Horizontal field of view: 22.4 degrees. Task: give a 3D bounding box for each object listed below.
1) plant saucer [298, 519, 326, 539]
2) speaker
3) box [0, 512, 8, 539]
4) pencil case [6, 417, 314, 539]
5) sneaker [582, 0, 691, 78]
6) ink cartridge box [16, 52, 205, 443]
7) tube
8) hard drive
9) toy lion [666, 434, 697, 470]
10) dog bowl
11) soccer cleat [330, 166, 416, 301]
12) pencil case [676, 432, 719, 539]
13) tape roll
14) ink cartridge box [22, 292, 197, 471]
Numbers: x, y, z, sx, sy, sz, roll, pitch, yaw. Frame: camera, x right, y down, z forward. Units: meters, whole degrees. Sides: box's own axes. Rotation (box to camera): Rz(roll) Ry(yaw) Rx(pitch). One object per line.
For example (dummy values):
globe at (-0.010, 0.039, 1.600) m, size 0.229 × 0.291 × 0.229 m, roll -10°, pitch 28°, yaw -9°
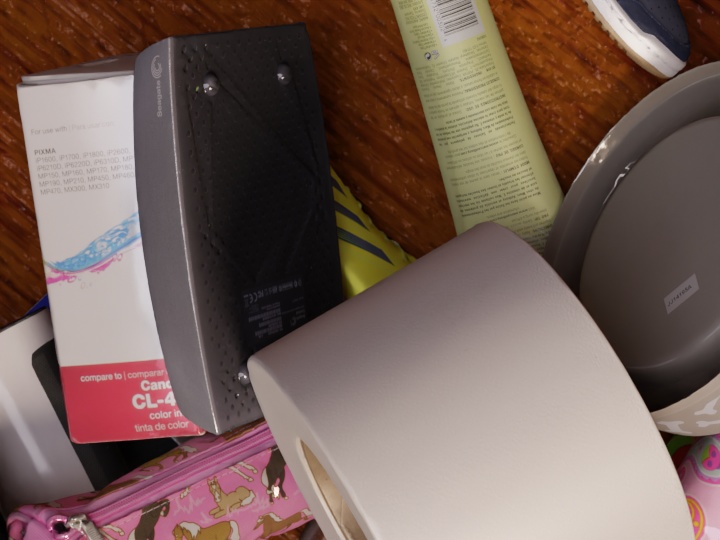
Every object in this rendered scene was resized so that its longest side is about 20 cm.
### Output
plant saucer at (0.030, 0.196, 1.046) m, size 0.199 × 0.037 × 0.203 m, roll -8°, pitch 75°, yaw 30°
speaker at (-0.176, 0.128, 1.076) m, size 0.081 × 0.081 × 0.201 m, roll -25°, pitch 94°, yaw 18°
box at (-0.245, 0.176, 1.019) m, size 0.103 × 0.182 × 0.201 m, roll -27°, pitch 70°, yaw -6°
pencil case at (-0.095, 0.132, 1.019) m, size 0.199 × 0.086 × 0.084 m, roll -23°, pitch 102°, yaw -27°
sneaker at (0.145, -0.209, 0.962) m, size 0.108 × 0.070 × 0.201 m, roll -32°, pitch 89°, yaw 20°
ink cartridge box at (-0.117, -0.019, 1.030) m, size 0.085 × 0.148 × 0.202 m, roll -3°, pitch 101°, yaw 15°
tube at (0.066, -0.082, 1.024) m, size 0.058 × 0.052 × 0.202 m, roll -5°, pitch 108°, yaw 58°
hard drive at (-0.064, -0.025, 0.964) m, size 0.042 × 0.134 × 0.202 m, roll -1°, pitch 99°, yaw 34°
toy lion at (0.252, 0.100, 1.007) m, size 0.190 × 0.069 × 0.202 m, roll -10°, pitch 98°, yaw 24°
dog bowl at (0.177, -0.006, 0.940) m, size 0.058 × 0.201 × 0.201 m, roll 26°, pitch 111°, yaw -28°
soccer cleat at (0.000, 0.000, 1.059) m, size 0.083 × 0.065 × 0.202 m, roll -23°, pitch 90°, yaw -12°
pencil case at (0.199, 0.137, 0.967) m, size 0.087 × 0.087 × 0.201 m, roll 31°, pitch 115°, yaw 7°
tape roll at (0.052, 0.096, 0.890) m, size 0.138 × 0.203 × 0.204 m, roll -30°, pitch 93°, yaw -11°
ink cartridge box at (-0.154, 0.111, 1.127) m, size 0.095 × 0.037 × 0.200 m, roll -40°, pitch 87°, yaw 19°
